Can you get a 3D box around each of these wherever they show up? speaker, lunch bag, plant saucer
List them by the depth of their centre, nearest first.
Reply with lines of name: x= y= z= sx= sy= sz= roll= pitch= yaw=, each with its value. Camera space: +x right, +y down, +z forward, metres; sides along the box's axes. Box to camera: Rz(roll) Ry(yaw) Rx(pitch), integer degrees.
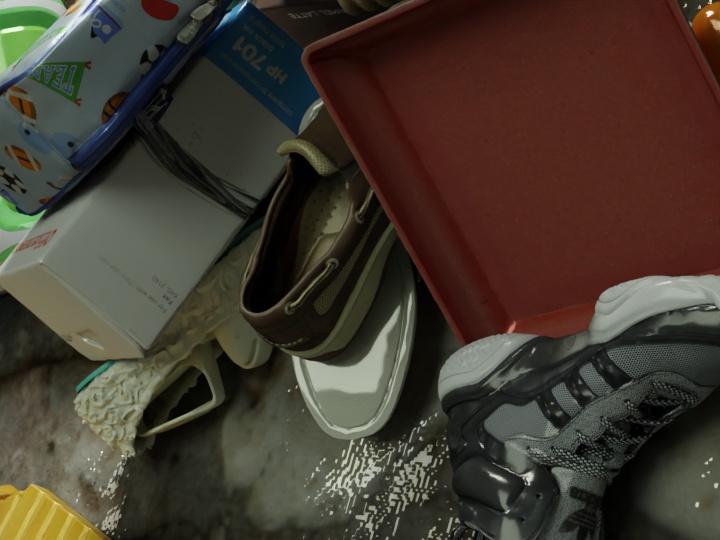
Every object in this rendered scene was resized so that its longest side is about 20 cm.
plant saucer: x=0.095 y=-0.055 z=0.787 sx=0.200 sy=0.200 sz=0.037 roll=-17 pitch=19 yaw=40
lunch bag: x=-0.148 y=-0.119 z=0.944 sx=0.160 sy=0.076 sz=0.200 roll=-54 pitch=16 yaw=-26
speaker: x=-0.228 y=-0.096 z=1.153 sx=0.088 sy=0.088 sz=0.200 roll=-22 pitch=75 yaw=36

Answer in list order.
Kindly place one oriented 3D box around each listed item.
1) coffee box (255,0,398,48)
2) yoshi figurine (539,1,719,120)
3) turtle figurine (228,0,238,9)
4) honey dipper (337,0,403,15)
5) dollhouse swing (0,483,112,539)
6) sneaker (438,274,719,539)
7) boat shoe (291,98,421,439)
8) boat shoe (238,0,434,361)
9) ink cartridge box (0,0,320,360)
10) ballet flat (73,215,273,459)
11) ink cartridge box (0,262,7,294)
coffee box: x=0.024 y=-0.233 z=1.018 sx=0.114 sy=0.080 sz=0.200 roll=2 pitch=69 yaw=42
yoshi figurine: x=0.125 y=-0.118 z=0.838 sx=0.200 sy=0.112 sz=0.112 roll=-2 pitch=55 yaw=47
turtle figurine: x=-0.078 y=-0.212 z=1.108 sx=0.150 sy=0.101 sz=0.200 roll=-56 pitch=33 yaw=-1
honey dipper: x=0.079 y=-0.175 z=0.867 sx=0.200 sy=0.038 sz=0.038 roll=-11 pitch=59 yaw=26
dollhouse swing: x=-0.271 y=0.209 z=0.994 sx=0.200 sy=0.176 sz=0.182 roll=23 pitch=85 yaw=51
sneaker: x=0.114 y=0.077 z=0.755 sx=0.200 sy=0.075 sz=0.114 roll=-22 pitch=54 yaw=44
boat shoe: x=0.000 y=0.000 z=0.926 sx=0.074 sy=0.060 sz=0.200 roll=-12 pitch=70 yaw=15
boat shoe: x=-0.005 y=-0.054 z=0.859 sx=0.075 sy=0.075 sz=0.203 roll=15 pitch=83 yaw=37
ink cartridge box: x=-0.117 y=-0.051 z=0.992 sx=0.200 sy=0.086 sz=0.146 roll=-53 pitch=16 yaw=-18
ballet flat: x=-0.091 y=0.046 z=1.002 sx=0.200 sy=0.072 sz=0.072 roll=-41 pitch=44 yaw=24
ink cartridge box: x=-0.292 y=-0.100 z=1.218 sx=0.085 sy=0.146 sz=0.200 roll=-22 pitch=52 yaw=44
